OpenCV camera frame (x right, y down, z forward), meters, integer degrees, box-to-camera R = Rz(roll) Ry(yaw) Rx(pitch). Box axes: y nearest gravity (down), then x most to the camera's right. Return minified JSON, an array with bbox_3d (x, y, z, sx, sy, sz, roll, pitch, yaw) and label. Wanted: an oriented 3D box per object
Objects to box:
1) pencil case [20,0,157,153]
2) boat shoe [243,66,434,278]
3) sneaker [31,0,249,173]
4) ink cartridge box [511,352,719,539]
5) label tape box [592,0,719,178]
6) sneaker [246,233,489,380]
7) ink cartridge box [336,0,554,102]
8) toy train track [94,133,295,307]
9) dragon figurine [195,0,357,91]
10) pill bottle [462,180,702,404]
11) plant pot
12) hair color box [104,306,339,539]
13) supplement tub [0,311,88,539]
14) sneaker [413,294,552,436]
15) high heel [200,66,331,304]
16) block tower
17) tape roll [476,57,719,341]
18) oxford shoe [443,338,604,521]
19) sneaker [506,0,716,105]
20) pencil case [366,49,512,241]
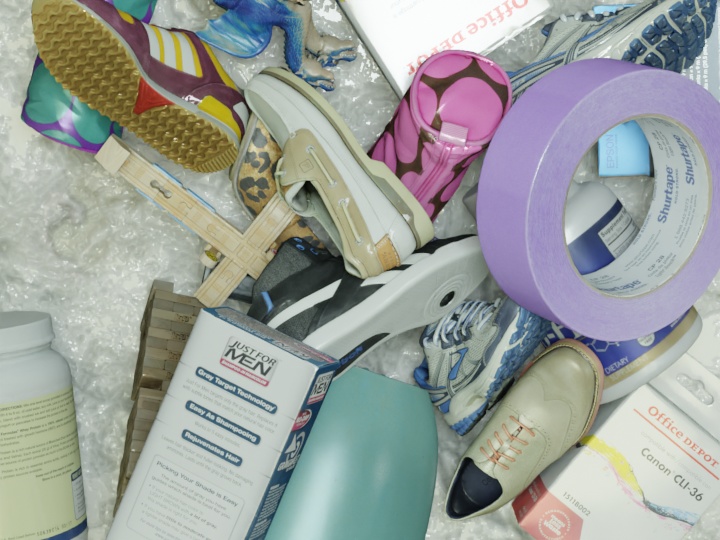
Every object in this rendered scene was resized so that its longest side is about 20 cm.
[{"bbox_3d":[-0.207,-0.197,1.290,0.092,0.085,0.200,15,98,-37],"label":"pencil case"},{"bbox_3d":[-0.033,-0.077,1.214,0.068,0.075,0.200,-38,63,-12],"label":"boat shoe"},{"bbox_3d":[-0.169,-0.162,1.239,0.075,0.090,0.200,-27,126,32],"label":"sneaker"},{"bbox_3d":[0.236,0.166,1.343,0.116,0.068,0.200,39,95,-4],"label":"ink cartridge box"},{"bbox_3d":[0.292,-0.151,1.308,0.199,0.063,0.145,-2,97,7],"label":"label tape box"},{"bbox_3d":[0.000,0.000,1.240,0.200,0.073,0.112,-30,57,-24],"label":"sneaker"},{"bbox_3d":[0.042,-0.255,1.285,0.145,0.084,0.200,-33,95,3],"label":"ink cartridge box"},{"bbox_3d":[-0.127,-0.036,1.274,0.200,0.033,0.115,38,106,-8],"label":"toy train track"},{"bbox_3d":[-0.092,-0.206,1.250,0.200,0.059,0.100,19,139,-7],"label":"dragon figurine"},{"bbox_3d":[0.175,-0.003,1.297,0.120,0.120,0.200,-36,95,3],"label":"pill bottle"},{"bbox_3d":[-0.028,0.152,1.283,0.200,0.201,0.161,18,85,-2],"label":"plant pot"},{"bbox_3d":[-0.102,0.137,1.156,0.100,0.061,0.200,25,98,14],"label":"hair color box"},{"bbox_3d":[-0.302,0.141,1.297,0.145,0.145,0.201,-5,96,0],"label":"supplement tub"},{"bbox_3d":[0.088,0.060,1.282,0.085,0.200,0.077,41,56,11],"label":"sneaker"},{"bbox_3d":[-0.041,-0.058,1.320,0.142,0.071,0.200,14,99,-8],"label":"high heel"},{"bbox_3d":[-0.155,0.104,1.279,0.058,0.200,0.054,12,139,-14],"label":"block tower"},{"bbox_3d":[0.185,-0.052,1.170,0.200,0.066,0.201,-9,108,-29],"label":"tape roll"},{"bbox_3d":[0.131,0.137,1.289,0.071,0.074,0.200,39,129,15],"label":"oxford shoe"},{"bbox_3d":[0.185,-0.174,1.238,0.200,0.077,0.085,-34,55,-8],"label":"sneaker"},{"bbox_3d":[0.050,-0.085,1.247,0.091,0.200,0.094,28,59,-1],"label":"pencil case"}]
